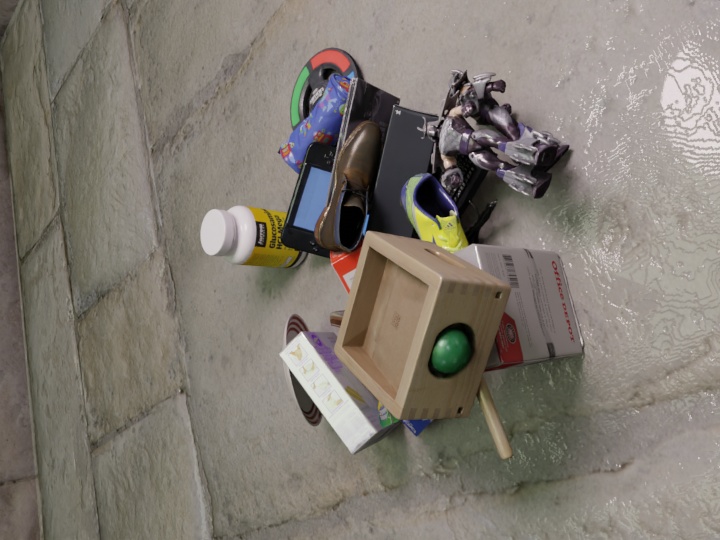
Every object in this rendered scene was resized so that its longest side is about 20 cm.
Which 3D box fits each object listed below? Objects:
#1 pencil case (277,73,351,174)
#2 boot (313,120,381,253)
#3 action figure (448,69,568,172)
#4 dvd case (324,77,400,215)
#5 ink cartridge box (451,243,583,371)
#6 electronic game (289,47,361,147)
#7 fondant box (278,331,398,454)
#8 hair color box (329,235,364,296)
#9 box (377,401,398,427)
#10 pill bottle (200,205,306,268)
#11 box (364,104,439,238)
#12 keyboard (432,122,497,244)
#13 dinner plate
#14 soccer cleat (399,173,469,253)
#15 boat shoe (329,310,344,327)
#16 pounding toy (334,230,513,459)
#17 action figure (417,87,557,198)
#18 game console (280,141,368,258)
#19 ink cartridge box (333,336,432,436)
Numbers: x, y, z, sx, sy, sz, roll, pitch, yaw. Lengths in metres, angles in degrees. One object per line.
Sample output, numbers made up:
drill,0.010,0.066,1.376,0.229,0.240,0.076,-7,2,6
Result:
pencil case,-0.070,-0.266,1.113,0.200,0.077,0.088,-46,38,32
boot,-0.002,-0.118,0.884,0.097,0.074,0.203,34,106,65
action figure,0.195,-0.218,0.855,0.069,0.130,0.200,-47,72,16
dvd case,0.006,-0.191,0.978,0.016,0.148,0.204,18,101,27
ink cartridge box,0.193,0.052,0.793,0.082,0.198,0.149,-24,70,43
electronic game,-0.071,-0.331,1.185,0.198,0.041,0.204,-4,85,45
fondant box,-0.030,0.195,1.003,0.058,0.144,0.200,-44,73,10
hair color box,0.000,0.000,0.973,0.063,0.200,0.112,-28,103,4
box,0.068,0.120,0.869,0.118,0.048,0.203,122,161,-67
pill bottle,-0.206,-0.065,1.189,0.111,0.198,0.115,-3,86,43
box,0.066,-0.146,0.964,0.077,0.141,0.204,14,99,5
keyboard,0.152,-0.112,0.906,0.128,0.020,0.201,53,151,19
dinner plate,-0.106,0.179,1.090,0.024,0.200,0.204,-15,74,9
soccer cleat,0.122,-0.044,0.852,0.202,0.064,0.084,59,159,0
boat shoe,0.019,0.109,1.048,0.198,0.075,0.073,8,95,46
pounding toy,0.086,0.081,0.686,0.200,0.140,0.187,35,114,54
action figure,0.153,-0.162,0.788,0.198,0.069,0.132,28,134,32
game console,-0.033,-0.104,1.087,0.118,0.168,0.203,-129,56,-64
ink cartridge box,0.043,0.165,0.967,0.200,0.044,0.094,45,153,13
